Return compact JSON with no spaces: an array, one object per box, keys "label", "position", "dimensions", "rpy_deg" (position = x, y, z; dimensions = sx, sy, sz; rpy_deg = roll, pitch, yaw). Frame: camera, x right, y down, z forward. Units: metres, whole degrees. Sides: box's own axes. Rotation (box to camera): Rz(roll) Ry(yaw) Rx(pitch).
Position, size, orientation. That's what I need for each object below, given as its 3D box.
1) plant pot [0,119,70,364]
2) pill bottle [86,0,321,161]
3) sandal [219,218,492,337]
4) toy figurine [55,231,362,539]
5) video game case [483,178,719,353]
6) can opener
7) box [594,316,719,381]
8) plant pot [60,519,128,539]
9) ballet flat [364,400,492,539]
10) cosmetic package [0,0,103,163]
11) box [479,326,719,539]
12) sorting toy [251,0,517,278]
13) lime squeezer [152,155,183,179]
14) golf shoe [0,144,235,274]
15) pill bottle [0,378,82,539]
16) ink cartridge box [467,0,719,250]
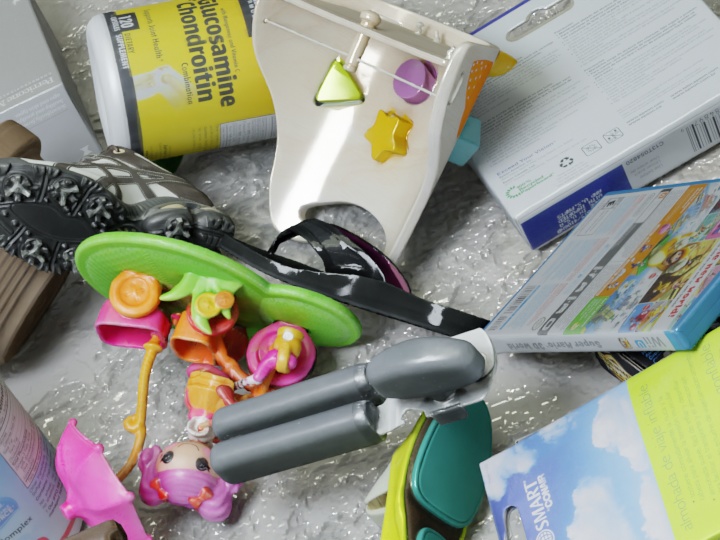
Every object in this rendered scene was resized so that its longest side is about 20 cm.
[{"label":"plant pot","position":[-0.265,0.000,1.541],"dimensions":[0.092,0.201,0.201],"rpy_deg":[31,62,0]},{"label":"pill bottle","position":[-0.094,-0.148,1.582],"dimensions":[0.199,0.112,0.112],"rpy_deg":[-12,41,-10]},{"label":"sandal","position":[0.001,0.000,1.427],"dimensions":[0.200,0.075,0.048],"rpy_deg":[18,89,24]},{"label":"toy figurine","position":[-0.117,0.096,1.403],"dimensions":[0.199,0.150,0.185],"rpy_deg":[13,68,8]},{"label":"video game case","position":[0.173,-0.003,1.313],"dimensions":[0.143,0.018,0.200],"rpy_deg":[-46,19,-24]},{"label":"can opener","position":[-0.008,0.075,1.295],"dimensions":[0.199,0.066,0.053],"rpy_deg":[-21,45,27]},{"label":"box","position":[0.267,0.027,1.285],"dimensions":[0.200,0.050,0.198],"rpy_deg":[-41,43,-11]},{"label":"plant pot","position":[-0.196,0.251,1.234],"dimensions":[0.197,0.201,0.200],"rpy_deg":[-26,42,-7]},{"label":"ballet flat","position":[0.029,0.156,1.286],"dimensions":[0.067,0.067,0.201],"rpy_deg":[-21,41,35]},{"label":"cosmetic package","position":[-0.287,-0.149,1.734],"dimensions":[0.106,0.090,0.200],"rpy_deg":[-28,39,-3]},{"label":"box","position":[0.169,0.117,1.211],"dimensions":[0.200,0.048,0.122],"rpy_deg":[-32,48,23]},{"label":"sorting toy","position":[0.005,-0.091,1.487],"dimensions":[0.200,0.107,0.181],"rpy_deg":[28,103,42]},{"label":"lime squeezer","position":[-0.128,-0.068,1.615],"dimensions":[0.070,0.038,0.201],"rpy_deg":[8,46,-7]},{"label":"golf shoe","position":[-0.187,-0.046,1.497],"dimensions":[0.078,0.199,0.095],"rpy_deg":[-58,38,21]},{"label":"pill bottle","position":[-0.266,0.112,1.385],"dimensions":[0.108,0.200,0.109],"rpy_deg":[-16,44,16]},{"label":"ink cartridge box","position":[0.158,-0.127,1.497],"dimensions":[0.199,0.041,0.200],"rpy_deg":[-30,42,1]}]
